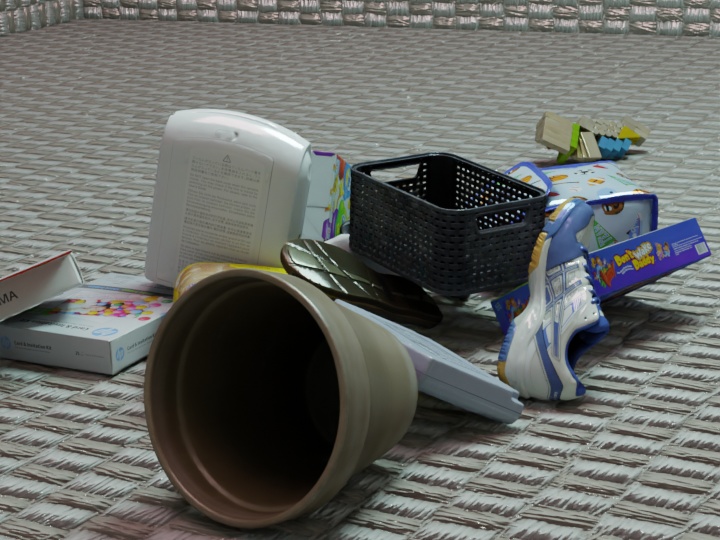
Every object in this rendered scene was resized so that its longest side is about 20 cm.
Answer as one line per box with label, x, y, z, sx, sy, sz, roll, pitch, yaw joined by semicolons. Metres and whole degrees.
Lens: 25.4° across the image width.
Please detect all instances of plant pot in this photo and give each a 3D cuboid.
plant pot;-0.047;0.099;1.299;0.199;0.201;0.173;8;4;32

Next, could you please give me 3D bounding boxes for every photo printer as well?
photo printer;-0.139;-0.070;1.693;0.166;0.201;0.069;13;23;8

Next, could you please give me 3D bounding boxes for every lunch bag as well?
lunch bag;0.227;-0.058;1.855;0.199;0.124;0.170;-7;17;-5

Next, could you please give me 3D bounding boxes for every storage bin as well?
storage bin;0.088;-0.052;1.678;0.135;0.094;0.200;-11;22;-31

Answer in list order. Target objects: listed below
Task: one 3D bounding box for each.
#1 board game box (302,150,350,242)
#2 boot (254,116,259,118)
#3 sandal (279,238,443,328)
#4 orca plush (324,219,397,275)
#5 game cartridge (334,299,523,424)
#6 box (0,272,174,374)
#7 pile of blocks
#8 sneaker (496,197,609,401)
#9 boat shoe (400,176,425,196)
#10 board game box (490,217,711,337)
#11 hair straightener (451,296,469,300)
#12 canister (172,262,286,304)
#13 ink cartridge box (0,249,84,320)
board game box;-0.062;-0.076;1.863;0.104;0.103;0.200;6;-5;12
boot;-0.147;-0.078;1.876;0.075;0.201;0.107;14;20;-8
sandal;-0.003;0.026;1.657;0.200;0.055;0.082;19;30;-37
orca plush;0.000;0.000;1.793;0.071;0.105;0.200;-33;-7;34
game cartridge;0.049;0.081;1.467;0.133;0.041;0.200;28;1;-29
box;-0.266;0.054;1.703;0.155;0.041;0.200;6;20;29
pile of blocks;0.346;-0.189;2.422;0.199;0.082;0.062;0;-29;-24
sneaker;0.199;0.031;1.500;0.088;0.201;0.075;12;-15;26
boat shoe;0.053;-0.065;1.896;0.072;0.073;0.200;14;-9;-7
board game box;0.251;0.008;1.661;0.200;0.045;0.134;-17;-9;-41
hair straightener;0.102;-0.020;1.834;0.041;0.077;0.200;-15;17;12
canister;-0.116;0.055;1.580;0.148;0.087;0.200;4;14;-8
ink cartridge box;-0.378;0.035;1.616;0.199;0.044;0.174;-23;6;-12
